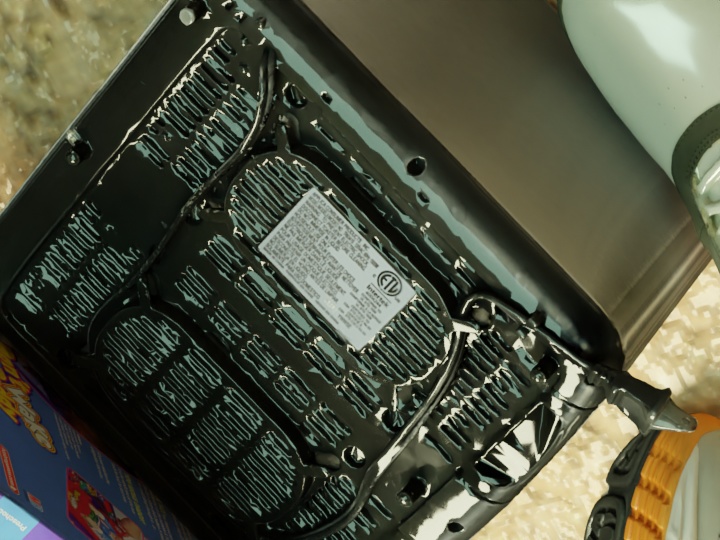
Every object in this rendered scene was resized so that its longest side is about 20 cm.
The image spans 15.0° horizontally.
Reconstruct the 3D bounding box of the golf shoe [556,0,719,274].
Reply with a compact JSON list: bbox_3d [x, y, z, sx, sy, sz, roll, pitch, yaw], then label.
[{"bbox_3d":[0.128,-0.021,0.787,0.200,0.088,0.077,44,131,4],"label":"golf shoe"}]

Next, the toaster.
[{"bbox_3d":[0.000,0.000,0.855,0.200,0.119,0.181,45,130,2],"label":"toaster"}]

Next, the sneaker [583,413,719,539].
[{"bbox_3d":[0.123,0.143,0.903,0.091,0.076,0.201,-2,104,-11],"label":"sneaker"}]

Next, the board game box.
[{"bbox_3d":[-0.096,0.072,0.884,0.045,0.200,0.134,-45,117,8],"label":"board game box"}]
